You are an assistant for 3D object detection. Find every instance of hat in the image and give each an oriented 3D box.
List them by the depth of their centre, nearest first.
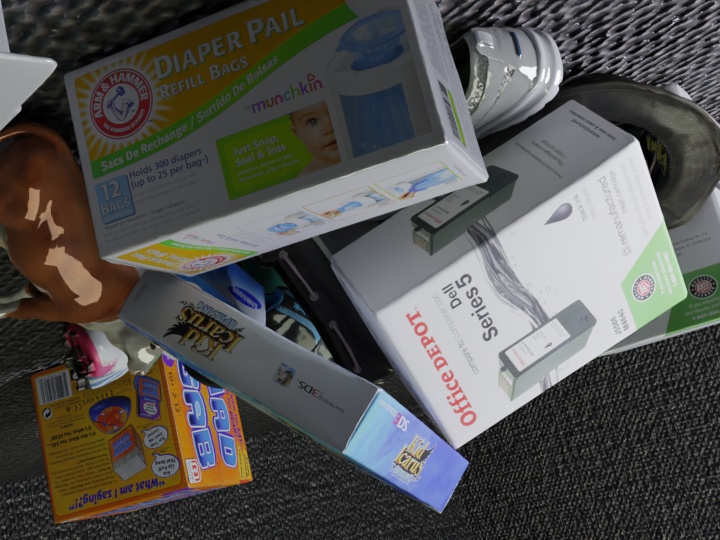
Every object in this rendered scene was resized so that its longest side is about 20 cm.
[{"bbox_3d":[0.172,-0.100,0.745,0.200,0.081,0.201,4,148,3],"label":"hat"}]

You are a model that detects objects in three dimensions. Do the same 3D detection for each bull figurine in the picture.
[{"bbox_3d":[-0.199,-0.007,0.631,0.121,0.065,0.200,-15,128,3],"label":"bull figurine"}]

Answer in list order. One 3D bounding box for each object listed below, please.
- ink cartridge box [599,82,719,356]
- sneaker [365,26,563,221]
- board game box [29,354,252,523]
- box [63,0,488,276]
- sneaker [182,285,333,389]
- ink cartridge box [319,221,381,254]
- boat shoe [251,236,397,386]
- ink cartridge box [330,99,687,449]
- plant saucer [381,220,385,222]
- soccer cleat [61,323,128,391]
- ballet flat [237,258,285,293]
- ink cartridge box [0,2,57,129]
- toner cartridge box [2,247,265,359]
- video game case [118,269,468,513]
[{"bbox_3d":[0.244,-0.040,0.850,0.146,0.200,0.084,-20,169,27],"label":"ink cartridge box"},{"bbox_3d":[0.036,-0.105,0.660,0.082,0.075,0.200,9,144,-41],"label":"sneaker"},{"bbox_3d":[-0.295,0.217,1.338,0.200,0.200,0.200,-17,166,14],"label":"board game box"},{"bbox_3d":[-0.047,-0.079,0.544,0.200,0.113,0.101,-18,169,16],"label":"box"},{"bbox_3d":[-0.104,0.053,0.887,0.200,0.073,0.082,-18,138,40],"label":"sneaker"},{"bbox_3d":[0.000,0.000,0.878,0.116,0.067,0.200,29,175,13],"label":"ink cartridge box"},{"bbox_3d":[-0.043,0.008,0.731,0.057,0.200,0.067,-42,-179,-8],"label":"boat shoe"},{"bbox_3d":[0.103,0.005,0.664,0.200,0.084,0.146,-34,126,-3],"label":"ink cartridge box"},{"bbox_3d":[0.065,-0.035,0.808,0.035,0.200,0.200,-59,168,-5],"label":"plant saucer"},{"bbox_3d":[-0.290,0.085,1.115,0.086,0.070,0.200,-27,175,-23],"label":"soccer cleat"},{"bbox_3d":[-0.124,-0.020,0.859,0.075,0.068,0.200,5,165,12],"label":"ballet flat"},{"bbox_3d":[-0.232,-0.081,0.430,0.116,0.067,0.200,-1,162,-45],"label":"ink cartridge box"},{"bbox_3d":[-0.164,-0.001,0.746,0.095,0.043,0.200,-18,144,21],"label":"toner cartridge box"},{"bbox_3d":[-0.037,0.084,0.646,0.181,0.046,0.200,24,168,28],"label":"video game case"}]
